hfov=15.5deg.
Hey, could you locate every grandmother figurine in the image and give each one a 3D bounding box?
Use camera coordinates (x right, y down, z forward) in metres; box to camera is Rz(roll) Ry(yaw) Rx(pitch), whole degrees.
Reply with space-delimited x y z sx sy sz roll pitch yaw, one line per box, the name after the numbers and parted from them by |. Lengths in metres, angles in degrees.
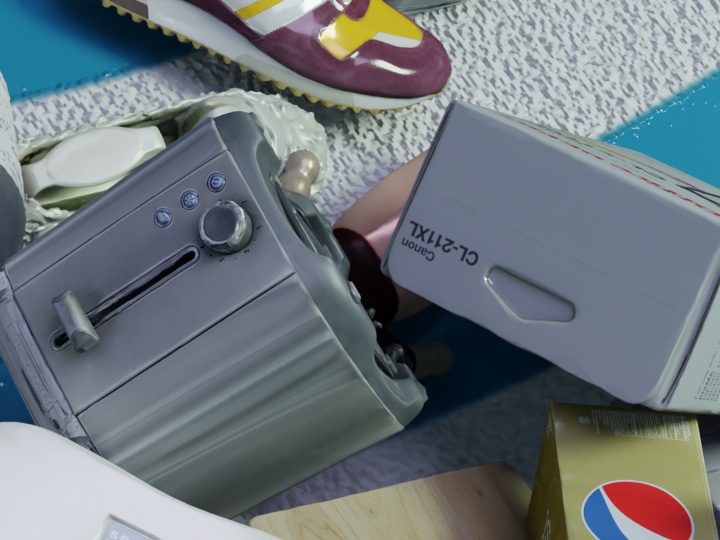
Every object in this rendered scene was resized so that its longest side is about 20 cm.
0.000 0.000 1.196 0.121 0.061 0.200 49 53 2 | grandmother figurine

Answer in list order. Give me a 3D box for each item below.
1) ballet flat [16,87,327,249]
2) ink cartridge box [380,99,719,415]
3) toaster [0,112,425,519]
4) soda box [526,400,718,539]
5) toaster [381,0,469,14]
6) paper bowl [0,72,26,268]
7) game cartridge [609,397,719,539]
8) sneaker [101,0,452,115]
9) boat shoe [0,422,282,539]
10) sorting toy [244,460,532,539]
-0.088 -0.045 1.184 0.200 0.072 0.072 -16 66 -32 | ballet flat
0.124 0.000 1.148 0.145 0.083 0.200 27 8 27 | ink cartridge box
-0.059 0.030 1.037 0.129 0.200 0.114 -30 70 2 | toaster
0.106 0.142 1.030 0.064 0.068 0.200 5 38 -5 | soda box
0.027 -0.216 1.308 0.113 0.129 0.200 -15 65 -30 | toaster
-0.227 -0.016 1.015 0.200 0.201 0.105 0 58 -24 | paper bowl
0.228 0.090 1.234 0.199 0.038 0.130 -9 49 -31 | game cartridge
-0.040 -0.144 1.244 0.199 0.090 0.075 20 26 -11 | sneaker
-0.068 0.127 0.944 0.200 0.069 0.072 26 62 -6 | boat shoe
0.043 0.187 1.051 0.199 0.070 0.200 -6 57 -57 | sorting toy
